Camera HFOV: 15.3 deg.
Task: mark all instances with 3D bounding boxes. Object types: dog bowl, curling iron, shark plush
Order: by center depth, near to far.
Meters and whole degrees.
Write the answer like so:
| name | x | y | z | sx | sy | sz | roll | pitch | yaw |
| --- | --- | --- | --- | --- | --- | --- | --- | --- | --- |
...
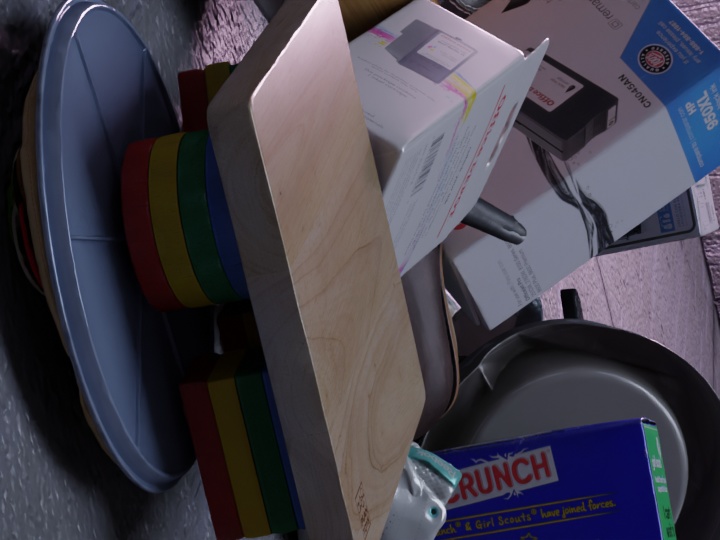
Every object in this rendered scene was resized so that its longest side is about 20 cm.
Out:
| name | x | y | z | sx | sy | sz | roll | pitch | yaw |
| --- | --- | --- | --- | --- | --- | --- | --- | --- | --- |
| curling iron | 0.017 | -0.062 | 1.419 | 0.200 | 0.026 | 0.050 | 29 | 46 | -30 |
| dog bowl | 0.124 | 0.121 | 1.616 | 0.059 | 0.199 | 0.201 | -120 | -166 | -71 |
| shark plush | 0.099 | 0.093 | 1.754 | 0.091 | 0.083 | 0.201 | -82 | 158 | -56 |

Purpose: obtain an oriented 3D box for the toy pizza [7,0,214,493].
| name | x | y | z | sx | sy | sz | roll | pitch | yaw |
| --- | --- | --- | --- | --- | --- | --- | --- | --- | --- |
| toy pizza | -0.101 | -0.010 | 1.069 | 0.200 | 0.032 | 0.201 | -9 | 90 | -78 |

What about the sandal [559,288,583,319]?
| name | x | y | z | sx | sy | sz | roll | pitch | yaw |
| --- | --- | --- | --- | --- | --- | --- | --- | --- | --- |
| sandal | 0.119 | 0.100 | 1.701 | 0.075 | 0.045 | 0.201 | -83 | 177 | -52 |

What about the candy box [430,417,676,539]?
| name | x | y | z | sx | sy | sz | roll | pitch | yaw |
| --- | --- | --- | --- | --- | --- | --- | --- | --- | --- |
| candy box | 0.093 | 0.191 | 1.452 | 0.077 | 0.168 | 0.201 | 21 | 60 | -79 |

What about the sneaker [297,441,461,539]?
| name | x | y | z | sx | sy | sz | roll | pitch | yaw |
| --- | --- | --- | --- | --- | --- | --- | --- | --- | --- |
| sneaker | 0.003 | 0.096 | 1.314 | 0.075 | 0.088 | 0.201 | -71 | 146 | -64 |

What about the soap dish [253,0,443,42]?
| name | x | y | z | sx | sy | sz | roll | pitch | yaw |
| --- | --- | --- | --- | --- | --- | --- | --- | --- | --- |
| soap dish | -0.034 | -0.199 | 1.330 | 0.200 | 0.081 | 0.158 | 51 | 17 | -60 |

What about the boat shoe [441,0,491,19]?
| name | x | y | z | sx | sy | sz | roll | pitch | yaw |
| --- | --- | --- | --- | --- | --- | --- | --- | --- | --- |
| boat shoe | 0.035 | -0.244 | 1.669 | 0.202 | 0.072 | 0.061 | 61 | -28 | -8 |

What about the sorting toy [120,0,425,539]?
| name | x | y | z | sx | sy | sz | roll | pitch | yaw |
| --- | --- | --- | --- | --- | --- | --- | --- | --- | --- |
| sorting toy | -0.038 | 0.003 | 1.113 | 0.200 | 0.069 | 0.200 | -65 | 144 | -69 |

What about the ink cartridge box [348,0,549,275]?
| name | x | y | z | sx | sy | sz | roll | pitch | yaw |
| --- | --- | --- | --- | --- | --- | --- | --- | --- | --- |
| ink cartridge box | 0.013 | -0.058 | 1.312 | 0.200 | 0.067 | 0.117 | -39 | 156 | -58 |

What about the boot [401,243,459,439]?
| name | x | y | z | sx | sy | sz | roll | pitch | yaw |
| --- | --- | --- | --- | --- | --- | --- | --- | --- | --- |
| boot | 0.000 | 0.000 | 1.422 | 0.166 | 0.072 | 0.201 | -51 | 122 | -66 |

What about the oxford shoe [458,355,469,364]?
| name | x | y | z | sx | sy | sz | roll | pitch | yaw |
| --- | --- | --- | --- | --- | --- | --- | --- | --- | --- |
| oxford shoe | 0.076 | 0.136 | 1.689 | 0.084 | 0.072 | 0.201 | -112 | -173 | -64 |

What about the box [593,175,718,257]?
| name | x | y | z | sx | sy | sz | roll | pitch | yaw |
| --- | --- | --- | --- | --- | --- | --- | --- | --- | --- |
| box | 0.116 | -0.033 | 1.665 | 0.117 | 0.199 | 0.060 | -13 | 91 | -76 |

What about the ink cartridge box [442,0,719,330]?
| name | x | y | z | sx | sy | sz | roll | pitch | yaw |
| --- | --- | --- | --- | --- | --- | --- | --- | --- | --- |
| ink cartridge box | 0.106 | -0.084 | 1.572 | 0.145 | 0.200 | 0.084 | 51 | -5 | 37 |
